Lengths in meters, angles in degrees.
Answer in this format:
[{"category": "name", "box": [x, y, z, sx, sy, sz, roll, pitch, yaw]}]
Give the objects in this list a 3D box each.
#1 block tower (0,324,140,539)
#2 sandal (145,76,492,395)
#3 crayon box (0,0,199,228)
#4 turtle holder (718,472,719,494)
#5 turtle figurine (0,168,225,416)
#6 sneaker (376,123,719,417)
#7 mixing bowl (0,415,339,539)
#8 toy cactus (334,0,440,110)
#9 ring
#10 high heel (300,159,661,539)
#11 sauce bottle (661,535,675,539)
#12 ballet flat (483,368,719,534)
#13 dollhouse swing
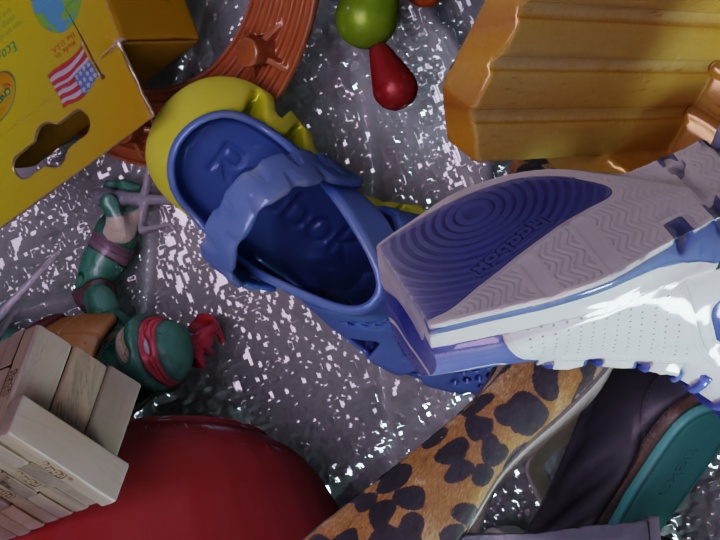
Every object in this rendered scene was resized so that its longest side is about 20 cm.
[{"category": "block tower", "box": [-0.167, 0.079, 0.868, 0.054, 0.058, 0.200, 35, 144, -28]}, {"category": "sandal", "box": [0.000, 0.000, 0.881, 0.200, 0.087, 0.080, 28, 106, -16]}, {"category": "crayon box", "box": [-0.147, -0.130, 0.927, 0.127, 0.051, 0.201, -30, 77, 39]}, {"category": "turtle holder", "box": [0.214, 0.156, 0.823, 0.140, 0.132, 0.186, -1, 96, 20]}, {"category": "turtle figurine", "box": [-0.144, 0.034, 0.946, 0.199, 0.150, 0.101, -15, 109, 29]}, {"category": "sneaker", "box": [0.114, 0.016, 0.761, 0.199, 0.081, 0.115, -18, 124, -5]}, {"category": "mixing bowl", "box": [-0.082, 0.127, 0.913, 0.199, 0.200, 0.109, -12, 68, 21]}, {"category": "toy cactus", "box": [0.049, -0.177, 0.876, 0.200, 0.102, 0.165, -41, 72, 28]}, {"category": "ring", "box": [-0.095, -0.144, 0.927, 0.200, 0.019, 0.201, 7, 101, 38]}, {"category": "high heel", "box": [0.033, 0.037, 0.829, 0.142, 0.071, 0.201, -3, 63, -9]}, {"category": "sauce bottle", "box": [0.129, 0.204, 0.871, 0.066, 0.066, 0.201, -9, 117, 20]}, {"category": "ballet flat", "box": [0.088, 0.114, 0.904, 0.073, 0.073, 0.200, 32, 111, 14]}, {"category": "dollhouse swing", "box": [0.160, -0.085, 0.780, 0.181, 0.176, 0.200, 34, 113, 13]}]
